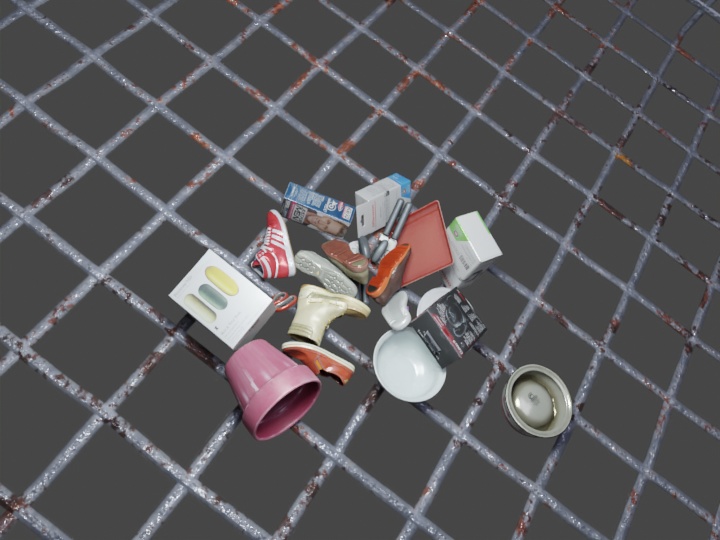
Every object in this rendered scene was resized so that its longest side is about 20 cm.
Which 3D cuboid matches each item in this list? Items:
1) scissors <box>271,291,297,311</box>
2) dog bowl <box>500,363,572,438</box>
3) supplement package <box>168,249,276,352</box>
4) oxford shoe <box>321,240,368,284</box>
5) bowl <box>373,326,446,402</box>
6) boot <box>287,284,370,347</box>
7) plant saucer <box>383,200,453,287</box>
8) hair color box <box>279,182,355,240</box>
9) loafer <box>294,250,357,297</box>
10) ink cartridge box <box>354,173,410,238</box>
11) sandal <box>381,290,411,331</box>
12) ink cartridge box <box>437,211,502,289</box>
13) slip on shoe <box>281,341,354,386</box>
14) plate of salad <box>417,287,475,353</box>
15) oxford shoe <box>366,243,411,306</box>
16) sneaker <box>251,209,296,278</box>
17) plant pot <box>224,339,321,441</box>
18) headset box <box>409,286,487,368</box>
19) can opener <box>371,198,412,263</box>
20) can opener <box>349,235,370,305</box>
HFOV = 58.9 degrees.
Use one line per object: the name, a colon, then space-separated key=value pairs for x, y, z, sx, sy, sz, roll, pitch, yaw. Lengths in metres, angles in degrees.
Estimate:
scissors: x=-0.256 y=0.110 z=1.658 sx=0.199 sy=0.014 sz=0.073 roll=-31 pitch=40 yaw=-27
dog bowl: x=0.472 y=0.363 z=1.742 sx=0.198 sy=0.074 sz=0.202 roll=6 pitch=63 yaw=-13
supplement package: x=-0.334 y=0.081 z=1.571 sx=0.200 sy=0.151 sz=0.152 roll=38 pitch=77 yaw=5
oxford shoe: x=-0.045 y=-0.023 z=1.752 sx=0.070 sy=0.074 sz=0.200 roll=-25 pitch=36 yaw=-20
bowl: x=0.117 y=0.258 z=1.676 sx=0.199 sy=0.090 sz=0.203 roll=7 pitch=62 yaw=-14
boot: x=-0.082 y=0.135 z=1.685 sx=0.198 sy=0.073 sz=0.157 roll=18 pitch=60 yaw=-5
plant saucer: x=0.169 y=-0.069 z=1.819 sx=0.037 sy=0.199 sz=0.202 roll=20 pitch=52 yaw=-49
hair color box: x=-0.124 y=-0.167 z=1.805 sx=0.198 sy=0.100 sz=0.061 roll=20 pitch=61 yaw=-6
loafer: x=-0.090 y=0.007 z=1.746 sx=0.199 sy=0.070 sz=0.070 roll=36 pitch=27 yaw=4
ink cartridge box: x=0.051 y=-0.189 z=1.852 sx=0.199 sy=0.117 sz=0.068 roll=-28 pitch=45 yaw=-27
sandal: x=0.102 y=0.119 z=1.715 sx=0.082 sy=0.203 sz=0.050 roll=-31 pitch=108 yaw=12
ink cartridge box: x=0.293 y=-0.050 z=1.817 sx=0.083 sy=0.200 sz=0.146 roll=-19 pitch=71 yaw=-27
slip on shoe: x=-0.111 y=0.236 z=1.631 sx=0.199 sy=0.074 sz=0.062 roll=26 pitch=63 yaw=-9
plate of salad: x=0.242 y=0.146 z=1.794 sx=0.198 sy=0.048 sz=0.202 roll=10 pitch=66 yaw=-23
oxford shoe: x=0.090 y=0.010 z=1.784 sx=0.073 sy=0.071 sz=0.201 roll=50 pitch=64 yaw=-31
sneaker: x=-0.253 y=-0.070 z=1.736 sx=0.112 sy=0.071 sz=0.202 roll=-10 pitch=70 yaw=-24
plant pot: x=-0.223 y=0.272 z=1.522 sx=0.199 sy=0.201 sz=0.179 roll=-32 pitch=61 yaw=-27
headset box: x=0.231 y=0.151 z=1.680 sx=0.149 sy=0.077 sz=0.200 roll=54 pitch=40 yaw=3
can opener: x=0.092 y=-0.109 z=1.828 sx=0.052 sy=0.066 sz=0.201 roll=25 pitch=90 yaw=-3
can opener: x=0.000 y=0.000 z=1.780 sx=0.053 sy=0.067 sz=0.202 roll=4 pitch=64 yaw=-14
